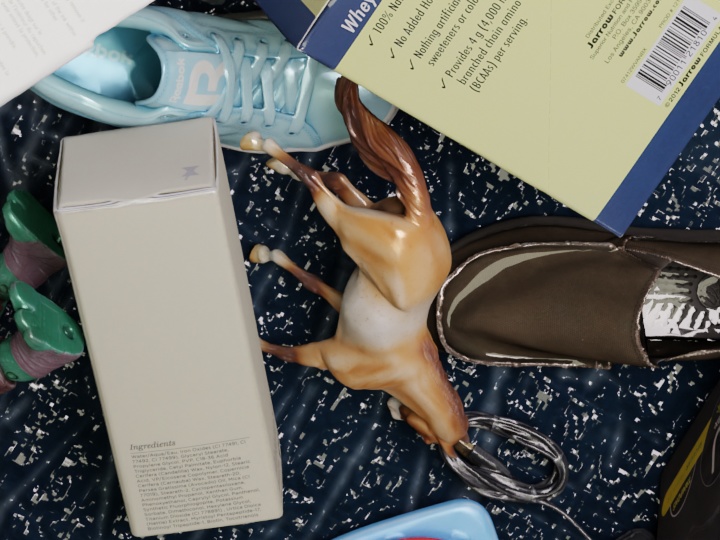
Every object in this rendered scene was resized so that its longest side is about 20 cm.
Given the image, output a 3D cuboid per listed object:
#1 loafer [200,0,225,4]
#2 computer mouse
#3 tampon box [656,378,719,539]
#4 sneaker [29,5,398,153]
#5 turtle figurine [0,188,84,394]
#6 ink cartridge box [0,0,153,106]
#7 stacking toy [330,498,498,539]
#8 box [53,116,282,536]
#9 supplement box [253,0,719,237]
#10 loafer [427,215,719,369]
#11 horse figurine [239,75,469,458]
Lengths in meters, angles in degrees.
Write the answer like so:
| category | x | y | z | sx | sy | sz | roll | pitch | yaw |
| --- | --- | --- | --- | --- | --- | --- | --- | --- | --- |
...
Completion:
| category | x | y | z | sx | sy | sz | roll | pitch | yaw |
| --- | --- | --- | --- | --- | --- | --- | --- | --- | --- |
| loafer | -0.037 | -0.217 | 1.427 | 0.070 | 0.068 | 0.201 | 31 | 104 | -23 |
| computer mouse | 0.119 | 0.142 | 1.553 | 0.200 | 0.034 | 0.059 | 43 | 90 | -6 |
| tampon box | 0.259 | 0.134 | 1.477 | 0.199 | 0.127 | 0.150 | 15 | 140 | -8 |
| sneaker | -0.076 | -0.090 | 1.448 | 0.199 | 0.082 | 0.074 | 5 | 106 | -5 |
| turtle figurine | -0.224 | 0.053 | 1.474 | 0.200 | 0.101 | 0.150 | -34 | 60 | 22 |
| ink cartridge box | -0.177 | -0.187 | 1.364 | 0.173 | 0.044 | 0.200 | -32 | 104 | 6 |
| stacking toy | 0.034 | 0.205 | 1.474 | 0.109 | 0.200 | 0.117 | -19 | 106 | 2 |
| box | -0.091 | 0.030 | 1.456 | 0.082 | 0.069 | 0.201 | -7 | 124 | 2 |
| supplement box | 0.078 | -0.161 | 1.381 | 0.199 | 0.134 | 0.200 | 28 | 102 | -30 |
| loafer | 0.126 | 0.013 | 1.493 | 0.199 | 0.071 | 0.073 | -5 | 106 | -2 |
| horse figurine | 0.000 | 0.000 | 1.456 | 0.132 | 0.050 | 0.201 | 28 | 136 | 20 |
